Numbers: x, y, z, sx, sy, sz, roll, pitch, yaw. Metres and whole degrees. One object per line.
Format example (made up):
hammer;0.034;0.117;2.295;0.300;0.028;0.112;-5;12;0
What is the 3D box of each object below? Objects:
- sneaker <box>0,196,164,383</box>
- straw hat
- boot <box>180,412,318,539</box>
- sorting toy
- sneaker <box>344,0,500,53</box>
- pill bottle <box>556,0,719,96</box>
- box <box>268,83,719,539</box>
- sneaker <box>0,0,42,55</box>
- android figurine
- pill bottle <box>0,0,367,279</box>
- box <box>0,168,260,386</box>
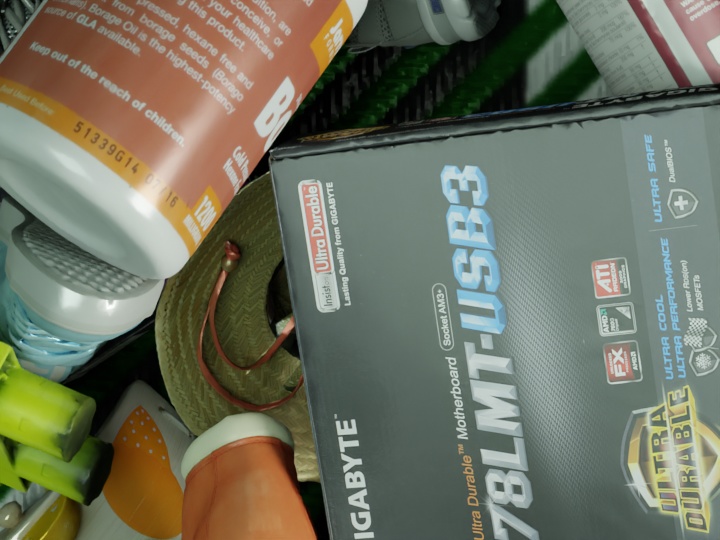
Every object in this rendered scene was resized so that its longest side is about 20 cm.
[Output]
sneaker;-0.133;0.021;1.226;0.074;0.200;0.082;10;97;-11
straw hat;0.000;0.000;1.260;0.200;0.085;0.202;-5;120;-9
boot;-0.050;0.138;1.245;0.075;0.200;0.107;-7;65;-12
sorting toy;-0.124;0.191;1.349;0.200;0.107;0.180;-40;105;20
sneaker;-0.005;-0.192;1.241;0.082;0.075;0.200;-16;92;23
pill bottle;0.137;-0.135;1.185;0.109;0.110;0.200;-31;88;20
box;0.074;0.031;1.148;0.198;0.050;0.201;-6;99;14
sneaker;-0.127;-0.134;1.235;0.200;0.115;0.075;-30;88;-6
android figurine;-0.211;0.049;1.240;0.200;0.182;0.041;21;70;10
pill bottle;-0.067;-0.105;1.135;0.112;0.112;0.200;33;77;11
box;-0.144;-0.064;1.331;0.143;0.036;0.200;-34;86;20
